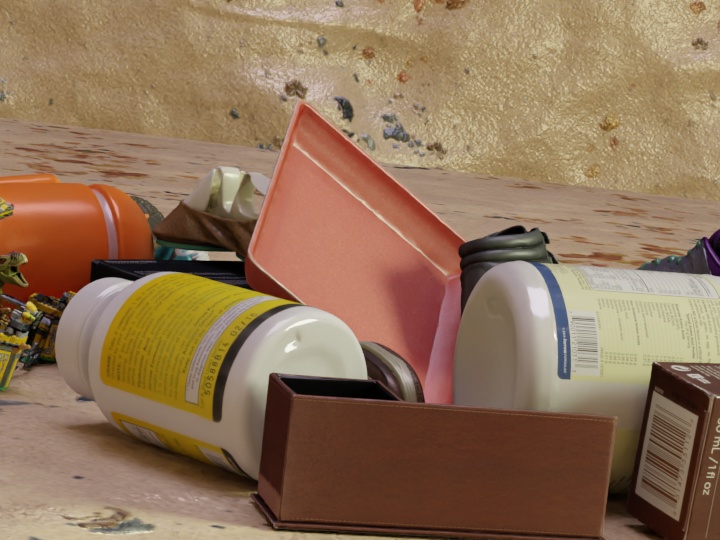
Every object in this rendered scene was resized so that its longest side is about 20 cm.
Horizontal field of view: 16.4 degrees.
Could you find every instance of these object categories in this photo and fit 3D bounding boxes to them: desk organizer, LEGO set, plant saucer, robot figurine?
[{"bbox_3d":[0.044,0.109,1.454,0.200,0.077,0.072,5,8,-14],"label":"desk organizer"},{"bbox_3d":[-0.267,-0.003,1.771,0.154,0.116,0.200,24,10,13],"label":"LEGO set"},{"bbox_3d":[0.000,0.000,1.799,0.200,0.037,0.200,41,34,-19],"label":"plant saucer"},{"bbox_3d":[-0.247,-0.010,1.956,0.200,0.117,0.144,-1,11,-29],"label":"robot figurine"}]

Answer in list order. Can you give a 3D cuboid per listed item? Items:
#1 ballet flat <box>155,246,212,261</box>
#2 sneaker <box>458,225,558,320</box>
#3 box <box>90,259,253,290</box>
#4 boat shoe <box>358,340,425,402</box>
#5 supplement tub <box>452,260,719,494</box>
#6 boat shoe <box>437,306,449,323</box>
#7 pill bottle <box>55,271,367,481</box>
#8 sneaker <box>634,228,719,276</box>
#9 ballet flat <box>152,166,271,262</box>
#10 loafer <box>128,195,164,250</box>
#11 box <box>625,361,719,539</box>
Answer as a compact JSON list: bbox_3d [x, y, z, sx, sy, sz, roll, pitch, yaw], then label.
[{"bbox_3d":[-0.146,0.014,2.118,0.072,0.072,0.200,5,10,-12],"label":"ballet flat"},{"bbox_3d":[0.139,0.019,1.853,0.071,0.099,0.200,-10,-11,35],"label":"sneaker"},{"bbox_3d":[-0.085,0.039,1.871,0.200,0.079,0.141,1,11,-34],"label":"box"},{"bbox_3d":[-0.034,0.085,1.648,0.075,0.075,0.202,-14,11,-28],"label":"boat shoe"},{"bbox_3d":[0.172,0.071,1.593,0.200,0.145,0.145,4,8,-17],"label":"supplement tub"},{"bbox_3d":[0.029,0.051,1.956,0.071,0.070,0.201,-7,7,-9],"label":"boat shoe"},{"bbox_3d":[-0.100,0.061,1.566,0.111,0.111,0.200,-1,11,-45],"label":"pill bottle"},{"bbox_3d":[0.251,0.007,1.851,0.074,0.088,0.200,8,6,-33],"label":"sneaker"},{"bbox_3d":[-0.092,-0.040,1.903,0.068,0.072,0.200,1,8,-33],"label":"ballet flat"},{"bbox_3d":[-0.239,-0.002,2.089,0.200,0.067,0.076,-21,62,-47],"label":"loafer"},{"bbox_3d":[0.269,0.114,1.520,0.200,0.100,0.075,2,15,-27],"label":"box"}]
